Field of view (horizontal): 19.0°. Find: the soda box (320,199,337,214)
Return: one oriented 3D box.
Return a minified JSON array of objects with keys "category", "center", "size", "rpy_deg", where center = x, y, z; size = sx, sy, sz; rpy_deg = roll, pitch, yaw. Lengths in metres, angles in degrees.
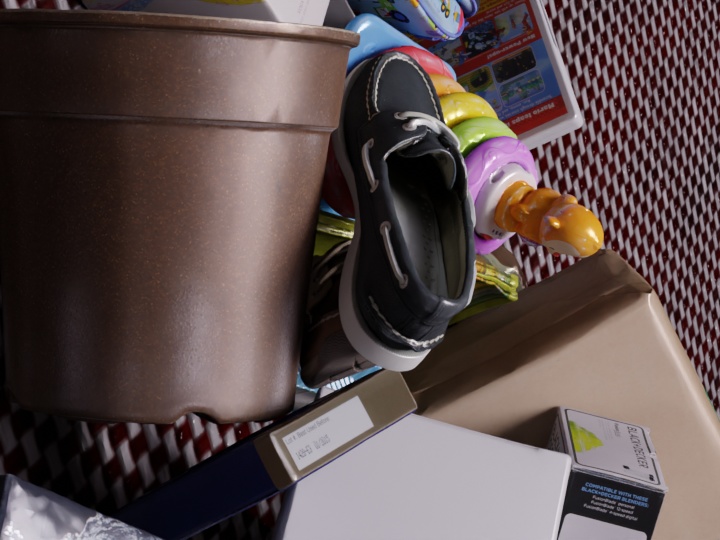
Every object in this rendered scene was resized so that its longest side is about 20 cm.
[{"category":"soda box","center":[-0.018,-0.029,1.393],"size":[0.200,0.064,0.068],"rpy_deg":[52,42,-48]}]

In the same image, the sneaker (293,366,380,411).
[{"category":"sneaker","center":[-0.071,0.040,1.270],"size":[0.200,0.080,0.077],"rpy_deg":[32,59,-44]}]

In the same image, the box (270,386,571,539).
[{"category":"box","center":[0.021,0.176,1.256],"size":[0.200,0.151,0.107],"rpy_deg":[107,-1,-58]}]

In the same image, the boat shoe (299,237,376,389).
[{"category":"boat shoe","center":[-0.005,0.019,1.192],"size":[0.200,0.075,0.072],"rpy_deg":[7,63,-88]}]

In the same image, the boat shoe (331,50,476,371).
[{"category":"boat shoe","center":[0.029,-0.043,1.115],"size":[0.075,0.060,0.201],"rpy_deg":[17,49,-28]}]

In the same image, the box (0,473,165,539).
[{"category":"box","center":[-0.142,0.224,1.003],"size":[0.199,0.117,0.198],"rpy_deg":[29,59,-38]}]

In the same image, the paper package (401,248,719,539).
[{"category":"paper package","center":[0.135,0.116,1.395],"size":[0.201,0.190,0.104],"rpy_deg":[61,4,-22]}]

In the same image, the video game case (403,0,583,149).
[{"category":"video game case","center":[0.045,-0.150,1.347],"size":[0.017,0.142,0.201],"rpy_deg":[36,35,-61]}]

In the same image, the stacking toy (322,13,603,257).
[{"category":"stacking toy","center":[0.060,-0.052,1.218],"size":[0.116,0.200,0.110],"rpy_deg":[26,95,-53]}]

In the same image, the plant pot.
[{"category":"plant pot","center":[-0.102,-0.028,1.104],"size":[0.200,0.199,0.200],"rpy_deg":[-4,97,-63]}]

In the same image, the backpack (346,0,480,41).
[{"category":"backpack","center":[-0.024,-0.233,1.288],"size":[0.135,0.199,0.183],"rpy_deg":[-64,145,-20]}]

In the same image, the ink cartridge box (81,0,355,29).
[{"category":"ink cartridge box","center":[-0.093,-0.169,1.206],"size":[0.200,0.116,0.068],"rpy_deg":[52,44,-47]}]

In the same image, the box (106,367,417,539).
[{"category":"box","center":[-0.077,0.115,1.124],"size":[0.121,0.200,0.033],"rpy_deg":[-26,85,-55]}]

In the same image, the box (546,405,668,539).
[{"category":"box","center":[0.124,0.195,1.297],"size":[0.117,0.060,0.201],"rpy_deg":[-82,-173,-74]}]

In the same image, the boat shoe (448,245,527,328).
[{"category":"boat shoe","center":[0.083,0.085,1.464],"size":[0.076,0.071,0.201],"rpy_deg":[-25,107,-31]}]

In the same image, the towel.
[{"category":"towel","center":[0.000,0.000,1.328],"size":[0.199,0.086,0.018],"rpy_deg":[18,59,-38]}]
